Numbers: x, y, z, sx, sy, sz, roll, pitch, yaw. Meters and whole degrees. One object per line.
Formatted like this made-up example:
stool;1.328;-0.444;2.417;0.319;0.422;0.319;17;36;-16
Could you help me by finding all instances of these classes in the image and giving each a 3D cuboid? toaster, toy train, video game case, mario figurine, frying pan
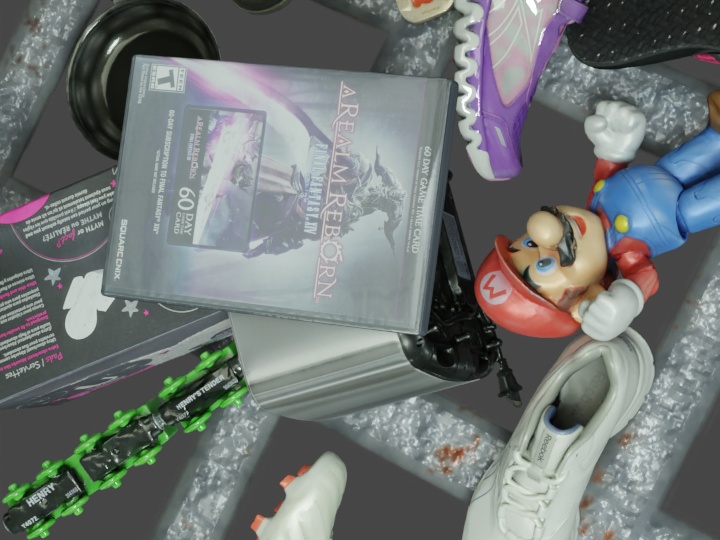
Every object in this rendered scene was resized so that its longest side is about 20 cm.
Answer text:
toaster;0.000;0.000;1.225;0.118;0.181;0.201;-18;80;17
toy train;-0.152;0.112;1.324;0.200;0.056;0.042;-34;92;11
video game case;-0.048;-0.045;1.142;0.199;0.019;0.143;6;87;22
mario figurine;0.155;-0.034;1.209;0.200;0.123;0.106;-33;103;5
frying pan;-0.166;-0.155;1.362;0.115;0.031;0.190;-42;72;10

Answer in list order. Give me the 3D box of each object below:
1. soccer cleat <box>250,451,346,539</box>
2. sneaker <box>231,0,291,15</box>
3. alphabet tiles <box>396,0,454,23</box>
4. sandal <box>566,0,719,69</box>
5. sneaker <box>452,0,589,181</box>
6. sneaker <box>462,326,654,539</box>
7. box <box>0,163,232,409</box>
soccer cleat;-0.046;0.211;1.283;0.077;0.069;0.200;29;101;12
sneaker;-0.094;-0.269;1.310;0.075;0.106;0.201;-15;82;15
alphabet tiles;0.057;-0.270;1.313;0.200;0.015;0.196;-20;80;14
sandal;0.221;-0.159;1.233;0.200;0.045;0.075;-1;82;38
sneaker;0.102;-0.156;1.252;0.088;0.080;0.201;0;96;5
sneaker;0.110;0.120;1.229;0.074;0.087;0.200;25;94;16
box;-0.154;0.007;1.293;0.200;0.132;0.115;-21;82;16
